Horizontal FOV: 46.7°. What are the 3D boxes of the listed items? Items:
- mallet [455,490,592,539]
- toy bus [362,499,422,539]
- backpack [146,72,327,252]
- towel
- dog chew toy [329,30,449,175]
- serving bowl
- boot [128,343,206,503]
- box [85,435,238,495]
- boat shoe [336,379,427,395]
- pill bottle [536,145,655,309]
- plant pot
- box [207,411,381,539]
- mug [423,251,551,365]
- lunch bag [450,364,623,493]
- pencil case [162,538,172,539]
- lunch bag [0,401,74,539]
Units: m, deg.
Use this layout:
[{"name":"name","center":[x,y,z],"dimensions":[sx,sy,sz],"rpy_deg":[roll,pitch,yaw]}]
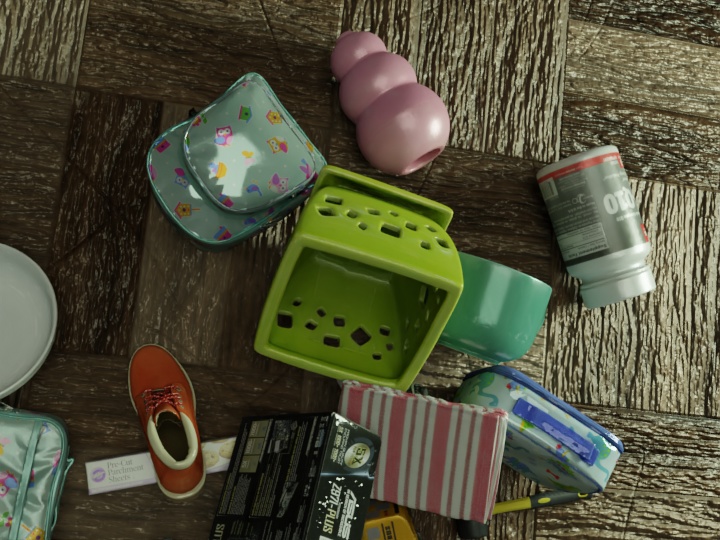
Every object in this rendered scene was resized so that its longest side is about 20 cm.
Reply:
[{"name":"mallet","center":[0.214,0.298,1.104],"dimensions":[0.199,0.041,0.066],"rpy_deg":[-12,83,-18]},{"name":"toy bus","center":[0.049,0.384,1.025],"dimensions":[0.078,0.065,0.201],"rpy_deg":[-12,97,-2]},{"name":"backpack","center":[-0.159,-0.124,1.021],"dimensions":[0.200,0.153,0.176],"rpy_deg":[-37,96,-6]},{"name":"towel","center":[0.067,0.214,0.991],"dimensions":[0.199,0.030,0.147],"rpy_deg":[10,107,14]},{"name":"dog chew toy","center":[0.029,-0.226,1.092],"dimensions":[0.124,0.125,0.200],"rpy_deg":[-29,81,-14]},{"name":"serving bowl","center":[-0.452,0.068,0.965],"dimensions":[0.199,0.066,0.201],"rpy_deg":[5,65,-10]},{"name":"boot","center":[-0.226,0.158,0.971],"dimensions":[0.075,0.107,0.200],"rpy_deg":[-17,60,-16]},{"name":"box","center":[-0.229,0.234,1.014],"dimensions":[0.199,0.039,0.042],"rpy_deg":[-7,82,-13]},{"name":"boat shoe","center":[0.063,0.172,1.049],"dimensions":[0.200,0.072,0.071],"rpy_deg":[37,107,5]},{"name":"pill bottle","center":[0.322,-0.057,1.129],"dimensions":[0.114,0.114,0.201],"rpy_deg":[-17,87,-13]},{"name":"plant pot","center":[0.000,0.000,1.000],"dimensions":[0.199,0.200,0.182],"rpy_deg":[18,41,-8]},{"name":"box","center":[-0.080,0.270,0.940],"dimensions":[0.086,0.164,0.200],"rpy_deg":[35,57,-38]},{"name":"mug","center":[0.166,0.058,1.062],"dimensions":[0.185,0.152,0.115],"rpy_deg":[21,87,-10]},{"name":"lunch bag","center":[0.216,0.201,1.046],"dimensions":[0.200,0.161,0.083],"rpy_deg":[33,72,-1]},{"name":"pencil case","center":[-0.196,0.412,0.977],"dimensions":[0.200,0.091,0.083],"rpy_deg":[51,36,-3]},{"name":"lunch bag","center":[-0.418,0.251,0.953],"dimensions":[0.160,0.077,0.201],"rpy_deg":[10,81,-10]}]
